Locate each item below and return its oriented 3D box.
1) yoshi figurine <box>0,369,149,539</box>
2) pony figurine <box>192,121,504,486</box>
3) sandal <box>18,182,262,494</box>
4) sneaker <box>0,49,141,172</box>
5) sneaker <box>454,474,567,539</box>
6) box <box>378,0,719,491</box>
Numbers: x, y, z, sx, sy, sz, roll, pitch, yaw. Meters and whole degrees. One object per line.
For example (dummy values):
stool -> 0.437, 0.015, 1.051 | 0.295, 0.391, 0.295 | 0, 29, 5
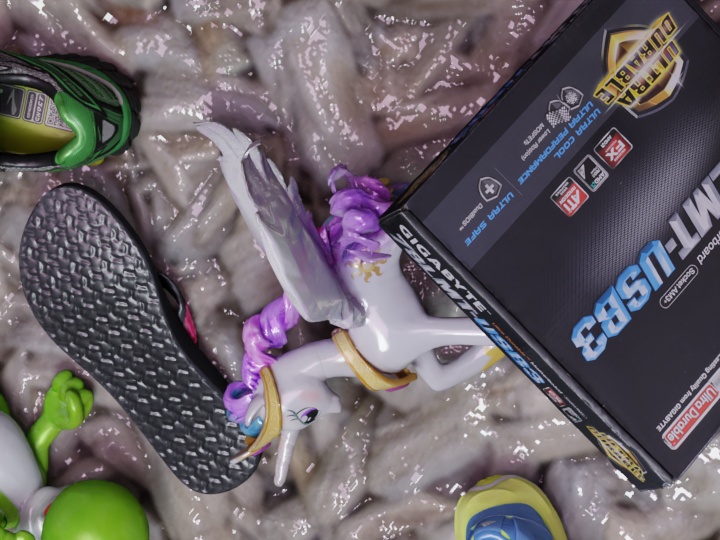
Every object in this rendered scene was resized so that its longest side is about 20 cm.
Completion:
yoshi figurine -> -0.188, 0.115, 1.477 | 0.200, 0.112, 0.113 | 41, 97, -2
pony figurine -> 0.000, 0.000, 1.414 | 0.199, 0.167, 0.194 | -20, 103, -3
sandal -> -0.124, 0.037, 1.488 | 0.075, 0.045, 0.201 | -27, 108, 18
sneaker -> -0.225, -0.097, 1.458 | 0.199, 0.085, 0.079 | 5, 100, 10
sneaker -> 0.098, 0.214, 1.440 | 0.075, 0.105, 0.201 | -25, 94, 13
box -> 0.145, -0.025, 1.364 | 0.199, 0.050, 0.200 | 45, 72, -5
